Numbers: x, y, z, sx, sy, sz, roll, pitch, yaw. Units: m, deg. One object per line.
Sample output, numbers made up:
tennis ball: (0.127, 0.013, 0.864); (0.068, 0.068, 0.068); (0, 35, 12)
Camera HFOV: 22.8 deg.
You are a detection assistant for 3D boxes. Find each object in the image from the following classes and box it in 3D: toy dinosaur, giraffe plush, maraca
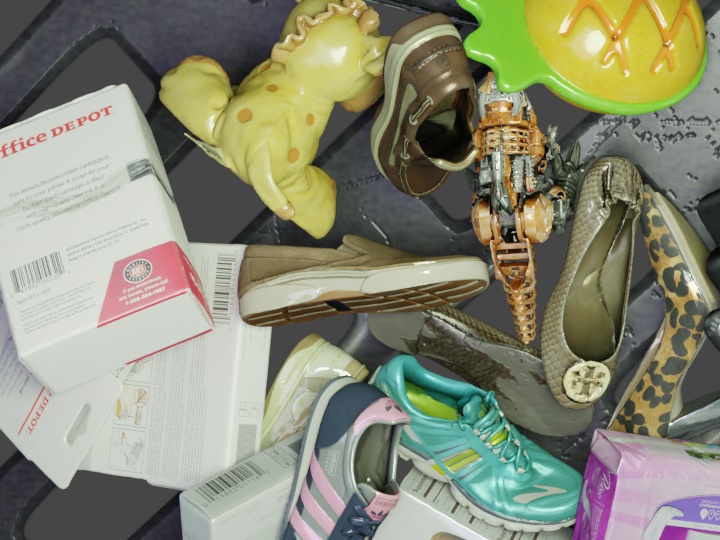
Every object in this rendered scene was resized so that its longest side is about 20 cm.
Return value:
toy dinosaur: (0.113, -0.052, 1.363); (0.101, 0.136, 0.202); (18, 106, 10)
giraffe plush: (-0.047, -0.142, 1.371); (0.172, 0.200, 0.162); (42, 93, 5)
maraca: (0.165, -0.178, 1.315); (0.198, 0.107, 0.138); (1, 63, -18)

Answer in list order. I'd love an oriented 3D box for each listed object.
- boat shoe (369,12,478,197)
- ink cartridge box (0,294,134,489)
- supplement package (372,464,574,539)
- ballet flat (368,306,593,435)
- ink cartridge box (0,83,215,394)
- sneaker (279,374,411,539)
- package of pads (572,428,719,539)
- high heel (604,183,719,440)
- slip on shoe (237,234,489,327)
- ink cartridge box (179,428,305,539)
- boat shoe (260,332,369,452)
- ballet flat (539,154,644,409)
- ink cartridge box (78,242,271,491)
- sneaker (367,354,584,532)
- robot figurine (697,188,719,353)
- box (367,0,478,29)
boat shoe: (0.051, -0.100, 1.318); (0.074, 0.203, 0.075); (-26, 65, -10)
ink cartridge box: (-0.264, 0.076, 1.497); (0.200, 0.067, 0.117); (43, 112, 27)
supplement package: (0.105, 0.251, 1.447); (0.199, 0.110, 0.114); (29, 108, 8)
ballet flat: (0.099, 0.068, 1.439); (0.199, 0.046, 0.068); (27, 119, 5)
ink cartridge box: (-0.216, -0.027, 1.424); (0.144, 0.084, 0.201); (-21, 63, 2)
sneaker: (-0.010, 0.188, 1.379); (0.082, 0.070, 0.202); (17, 102, 47)
package of pads: (0.265, 0.196, 1.374); (0.198, 0.076, 0.122); (8, 101, -15)
high heel: (0.217, 0.045, 1.395); (0.142, 0.071, 0.201); (-24, 94, 24)
slip on shoe: (0.000, 0.000, 1.390); (0.198, 0.076, 0.061); (-9, 72, 16)
ink cartridge box: (-0.067, 0.234, 1.458); (0.047, 0.159, 0.202); (33, 136, 38)
boat shoe: (-0.062, 0.152, 1.493); (0.063, 0.073, 0.202); (30, 101, 12)
ballet flat: (0.182, 0.012, 1.363); (0.067, 0.046, 0.202); (5, 102, -22)
ink cartridge box: (-0.153, 0.077, 1.487); (0.175, 0.045, 0.202); (4, 87, 40)
sneaker: (0.092, 0.136, 1.403); (0.199, 0.078, 0.080); (29, 138, 5)
robot figurine: (0.335, 0.011, 1.325); (0.150, 0.125, 0.201); (-35, 91, 22)
box: (0.053, -0.299, 1.371); (0.191, 0.048, 0.202); (16, 106, 10)
